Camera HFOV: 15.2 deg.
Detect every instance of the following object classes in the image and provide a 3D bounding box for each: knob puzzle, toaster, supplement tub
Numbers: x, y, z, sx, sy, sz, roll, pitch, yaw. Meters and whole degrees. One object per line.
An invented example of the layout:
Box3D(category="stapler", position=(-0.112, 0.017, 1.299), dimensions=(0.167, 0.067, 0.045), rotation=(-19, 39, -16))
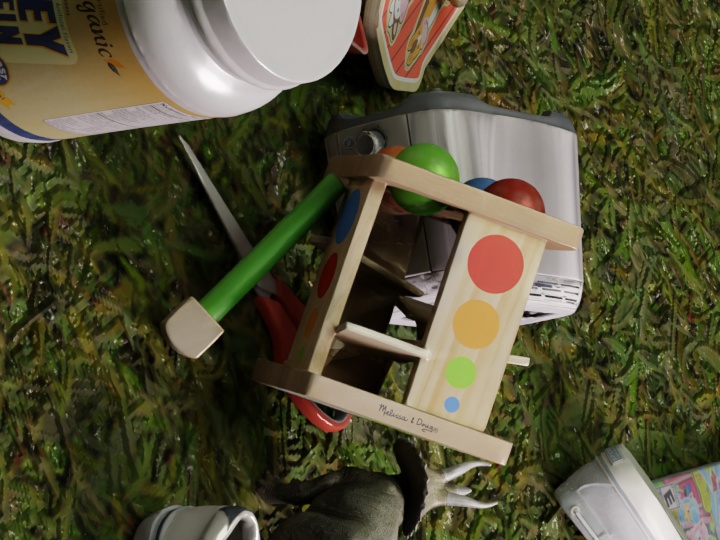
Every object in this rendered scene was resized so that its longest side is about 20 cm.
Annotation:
Box3D(category="knob puzzle", position=(0.047, -0.198, 1.700), dimensions=(0.220, 0.030, 0.221), rotation=(15, 90, -76))
Box3D(category="toaster", position=(0.067, -0.034, 1.694), dimensions=(0.200, 0.113, 0.130), rotation=(7, 76, -52))
Box3D(category="supplement tub", position=(-0.113, -0.147, 1.409), dimensions=(0.144, 0.199, 0.145), rotation=(10, 77, -52))

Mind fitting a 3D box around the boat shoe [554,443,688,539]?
Box3D(category="boat shoe", position=(0.195, 0.213, 1.810), dimensions=(0.201, 0.071, 0.070), rotation=(59, 7, -12))

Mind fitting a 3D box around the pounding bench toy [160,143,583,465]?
Box3D(category="pounding bench toy", position=(0.000, 0.000, 1.523), dimensions=(0.199, 0.124, 0.157), rotation=(19, 87, -15))

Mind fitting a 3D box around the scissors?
Box3D(category="scissors", position=(-0.058, 0.012, 1.591), dimensions=(0.200, 0.014, 0.073), rotation=(52, 44, -30))

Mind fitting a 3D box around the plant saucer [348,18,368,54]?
Box3D(category="plant saucer", position=(-0.078, -0.238, 1.589), dimensions=(0.200, 0.037, 0.200), rotation=(36, 34, -51))

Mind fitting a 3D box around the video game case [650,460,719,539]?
Box3D(category="video game case", position=(0.260, 0.238, 1.919), dimensions=(0.182, 0.022, 0.201), rotation=(-7, 83, -54))

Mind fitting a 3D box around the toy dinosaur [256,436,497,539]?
Box3D(category="toy dinosaur", position=(-0.014, 0.153, 1.524), dimensions=(0.077, 0.102, 0.200), rotation=(63, 37, -15))

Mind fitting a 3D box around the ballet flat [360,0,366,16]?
Box3D(category="ballet flat", position=(-0.003, -0.196, 1.697), dimensions=(0.071, 0.070, 0.200), rotation=(58, 40, -21))

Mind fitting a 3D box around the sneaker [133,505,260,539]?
Box3D(category="sneaker", position=(-0.083, 0.220, 1.434), dimensions=(0.073, 0.071, 0.201), rotation=(14, 67, -50))
